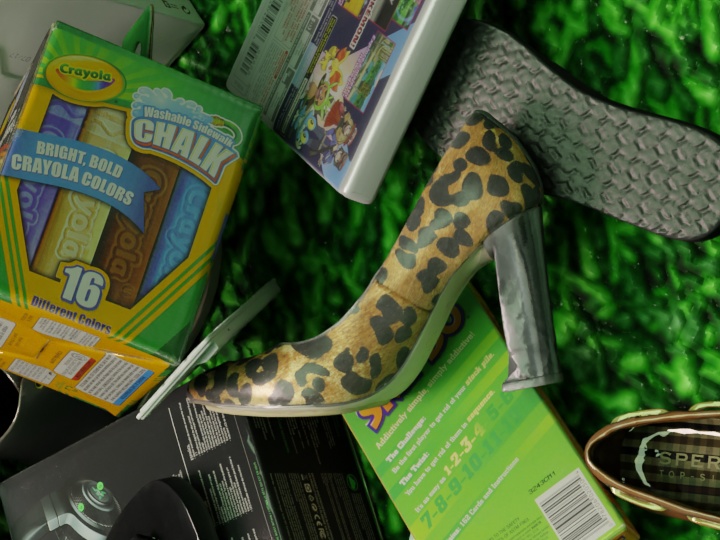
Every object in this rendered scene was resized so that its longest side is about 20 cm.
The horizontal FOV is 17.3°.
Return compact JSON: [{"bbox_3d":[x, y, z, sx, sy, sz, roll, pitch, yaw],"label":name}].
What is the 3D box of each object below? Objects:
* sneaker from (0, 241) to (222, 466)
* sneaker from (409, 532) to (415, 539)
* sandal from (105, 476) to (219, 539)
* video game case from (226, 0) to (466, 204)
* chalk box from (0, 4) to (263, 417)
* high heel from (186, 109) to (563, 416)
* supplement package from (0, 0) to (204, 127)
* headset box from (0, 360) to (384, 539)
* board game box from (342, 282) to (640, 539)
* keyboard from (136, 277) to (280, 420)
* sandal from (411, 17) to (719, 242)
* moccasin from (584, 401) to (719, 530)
[{"bbox_3d":[-0.154,0.029,1.357,0.075,0.106,0.200,28,101,34],"label":"sneaker"},{"bbox_3d":[0.030,0.210,1.202,0.074,0.118,0.201,-5,81,37],"label":"sneaker"},{"bbox_3d":[-0.135,0.200,1.253,0.076,0.043,0.200,40,109,31],"label":"sandal"},{"bbox_3d":[0.005,-0.157,1.272,0.200,0.023,0.182,-64,31,12],"label":"video game case"},{"bbox_3d":[-0.138,-0.044,1.272,0.125,0.124,0.200,-40,30,65],"label":"chalk box"},{"bbox_3d":[0.000,0.000,1.209,0.200,0.071,0.143,-8,88,12],"label":"high heel"},{"bbox_3d":[-0.238,-0.180,1.386,0.147,0.191,0.200,-45,61,22],"label":"supplement package"},{"bbox_3d":[-0.093,0.167,1.309,0.200,0.093,0.174,-29,70,30],"label":"headset box"},{"bbox_3d":[0.055,0.089,1.220,0.096,0.030,0.200,-38,55,8],"label":"board game box"},{"bbox_3d":[-0.079,0.039,1.258,0.056,0.200,0.011,-42,91,11],"label":"keyboard"},{"bbox_3d":[0.107,-0.069,1.225,0.200,0.048,0.075,28,101,21],"label":"sandal"},{"bbox_3d":[0.201,0.092,1.115,0.201,0.078,0.074,9,89,36],"label":"moccasin"}]
